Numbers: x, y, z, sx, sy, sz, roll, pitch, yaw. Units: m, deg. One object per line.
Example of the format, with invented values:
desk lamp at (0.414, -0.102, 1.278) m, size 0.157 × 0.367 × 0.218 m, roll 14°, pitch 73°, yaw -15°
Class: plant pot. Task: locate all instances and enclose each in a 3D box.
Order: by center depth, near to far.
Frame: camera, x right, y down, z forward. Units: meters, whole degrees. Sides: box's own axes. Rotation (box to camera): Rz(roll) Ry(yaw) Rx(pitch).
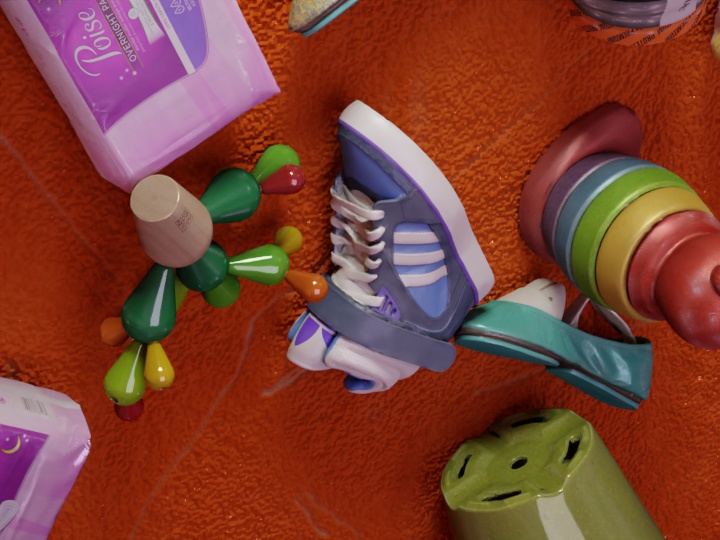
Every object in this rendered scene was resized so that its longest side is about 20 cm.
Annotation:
plant pot at (0.149, 0.212, 1.424) m, size 0.199 × 0.200 × 0.191 m, roll -31°, pitch 114°, yaw -14°

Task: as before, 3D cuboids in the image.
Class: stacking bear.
stacking bear at (0.207, -0.014, 1.309) m, size 0.113 × 0.200 × 0.122 m, roll -28°, pitch 126°, yaw -16°

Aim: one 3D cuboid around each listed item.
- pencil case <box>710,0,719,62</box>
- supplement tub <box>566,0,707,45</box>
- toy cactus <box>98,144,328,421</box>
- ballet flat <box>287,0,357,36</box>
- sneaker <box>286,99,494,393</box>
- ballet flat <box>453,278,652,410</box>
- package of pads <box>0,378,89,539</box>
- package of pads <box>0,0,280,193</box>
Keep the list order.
pencil case at (0.288, -0.237, 1.316) m, size 0.091 × 0.083 × 0.201 m, roll -31°, pitch 129°, yaw -42°
supplement tub at (0.177, -0.250, 1.203) m, size 0.122 × 0.123 × 0.201 m, roll -27°, pitch 138°, yaw -17°
toy cactus at (-0.101, -0.003, 1.173) m, size 0.200 × 0.102 × 0.165 m, roll -46°, pitch 157°, yaw -8°
ballet flat at (0.022, -0.225, 1.178) m, size 0.200 × 0.071 × 0.071 m, roll -37°, pitch 128°, yaw -9°
sneaker at (0.000, 0.000, 1.266) m, size 0.146 × 0.080 × 0.200 m, roll -43°, pitch 135°, yaw -10°
ballet flat at (0.144, 0.045, 1.400) m, size 0.199 × 0.067 × 0.071 m, roll 22°, pitch 78°, yaw -38°
package of pads at (-0.276, 0.115, 1.151) m, size 0.199 × 0.076 × 0.121 m, roll 18°, pitch 106°, yaw -37°
package of pads at (-0.140, -0.154, 1.101) m, size 0.120 × 0.076 × 0.201 m, roll -36°, pitch 128°, yaw -12°
